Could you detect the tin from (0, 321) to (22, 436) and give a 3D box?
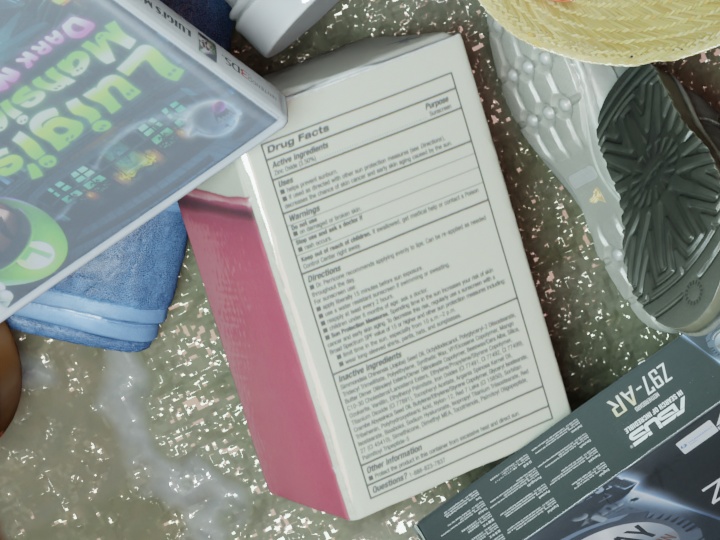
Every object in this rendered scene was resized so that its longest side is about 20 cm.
[{"bbox_3d":[-0.248,0.014,1.343,0.112,0.042,0.200,-35,97,35],"label":"tin"}]

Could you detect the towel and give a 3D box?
[{"bbox_3d":[-0.130,-0.064,1.343,0.111,0.049,0.201,13,101,-3],"label":"towel"}]

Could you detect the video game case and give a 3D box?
[{"bbox_3d":[-0.163,-0.063,1.186,0.200,0.023,0.182,-33,133,26],"label":"video game case"}]

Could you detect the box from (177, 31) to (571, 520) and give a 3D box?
[{"bbox_3d":[0.000,0.000,1.306,0.127,0.109,0.201,-21,101,-22],"label":"box"}]

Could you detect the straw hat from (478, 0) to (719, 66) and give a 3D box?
[{"bbox_3d":[0.138,-0.192,1.294,0.200,0.085,0.202,1,93,13],"label":"straw hat"}]

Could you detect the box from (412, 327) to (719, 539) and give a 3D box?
[{"bbox_3d":[0.143,0.110,1.331,0.200,0.160,0.044,-35,55,6],"label":"box"}]

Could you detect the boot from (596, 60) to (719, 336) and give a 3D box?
[{"bbox_3d":[0.214,-0.011,1.267,0.199,0.182,0.073,25,126,-25],"label":"boot"}]

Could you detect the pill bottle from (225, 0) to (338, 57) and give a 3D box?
[{"bbox_3d":[-0.082,-0.199,1.270,0.109,0.109,0.200,-43,89,8],"label":"pill bottle"}]

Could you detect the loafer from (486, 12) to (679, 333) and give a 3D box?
[{"bbox_3d":[0.128,-0.066,1.340,0.070,0.070,0.201,-32,97,-31],"label":"loafer"}]
